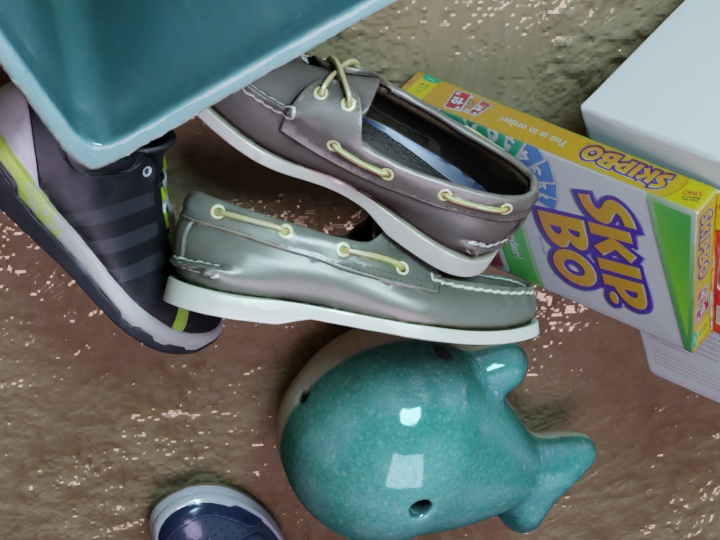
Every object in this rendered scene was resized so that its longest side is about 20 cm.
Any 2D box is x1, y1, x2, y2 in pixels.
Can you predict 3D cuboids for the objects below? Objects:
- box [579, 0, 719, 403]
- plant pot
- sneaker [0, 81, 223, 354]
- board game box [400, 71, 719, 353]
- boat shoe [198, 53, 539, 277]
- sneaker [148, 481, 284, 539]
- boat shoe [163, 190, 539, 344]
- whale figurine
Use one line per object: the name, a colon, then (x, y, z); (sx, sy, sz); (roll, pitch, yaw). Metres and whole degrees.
box: (0.207, -0.036, 1.294); (0.124, 0.097, 0.201); (-44, 137, -25)
plant pot: (-0.094, -0.208, 1.018); (0.195, 0.201, 0.197); (-28, 132, 7)
sneaker: (-0.117, -0.033, 1.242); (0.083, 0.072, 0.200); (-36, 130, 12)
board game box: (0.107, -0.028, 1.254); (0.030, 0.199, 0.096); (-46, 146, -36)
boat shoe: (-0.004, -0.072, 1.217); (0.199, 0.072, 0.060); (33, 130, -10)
sneaker: (-0.057, 0.217, 1.443); (0.070, 0.109, 0.201); (-26, 131, 4)
boat shoe: (0.001, 0.000, 1.251); (0.200, 0.072, 0.061); (7, 94, -17)
whale figurine: (0.049, 0.110, 1.392); (0.199, 0.104, 0.159); (24, 118, -32)
